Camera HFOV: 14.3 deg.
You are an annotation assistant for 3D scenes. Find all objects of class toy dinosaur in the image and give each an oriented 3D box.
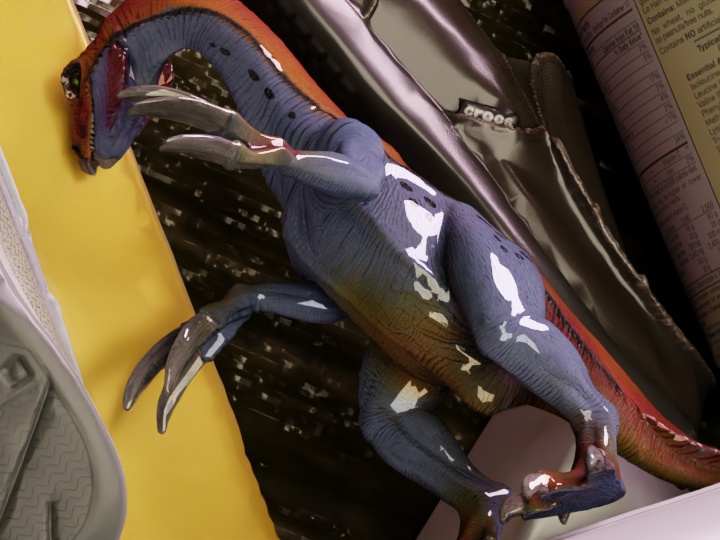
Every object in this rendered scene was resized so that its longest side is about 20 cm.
[{"bbox_3d":[0.000,0.000,0.780,0.199,0.105,0.182,0,56,-41],"label":"toy dinosaur"}]

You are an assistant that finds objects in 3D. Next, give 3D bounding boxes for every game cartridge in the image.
[{"bbox_3d":[-0.130,0.030,0.789,0.175,0.032,0.201,-22,93,-24],"label":"game cartridge"}]

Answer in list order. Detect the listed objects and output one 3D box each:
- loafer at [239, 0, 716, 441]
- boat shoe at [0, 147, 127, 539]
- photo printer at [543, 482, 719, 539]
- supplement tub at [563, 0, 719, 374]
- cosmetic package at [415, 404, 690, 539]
[{"bbox_3d":[0.045,-0.031,0.843,0.071,0.073,0.200,-41,98,-20],"label":"loafer"},{"bbox_3d":[-0.121,-0.008,0.753,0.074,0.065,0.203,-30,89,-4],"label":"boat shoe"},{"bbox_3d":[0.102,0.136,0.741,0.199,0.069,0.168,-15,108,-31],"label":"photo printer"},{"bbox_3d":[0.144,-0.064,0.845,0.144,0.145,0.201,-19,83,-24],"label":"supplement tub"},{"bbox_3d":[0.043,0.145,0.811,0.107,0.085,0.201,39,69,-13],"label":"cosmetic package"}]
